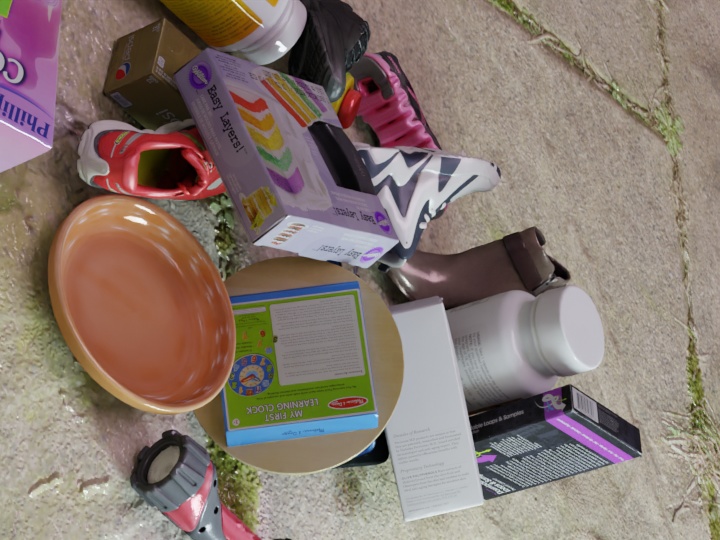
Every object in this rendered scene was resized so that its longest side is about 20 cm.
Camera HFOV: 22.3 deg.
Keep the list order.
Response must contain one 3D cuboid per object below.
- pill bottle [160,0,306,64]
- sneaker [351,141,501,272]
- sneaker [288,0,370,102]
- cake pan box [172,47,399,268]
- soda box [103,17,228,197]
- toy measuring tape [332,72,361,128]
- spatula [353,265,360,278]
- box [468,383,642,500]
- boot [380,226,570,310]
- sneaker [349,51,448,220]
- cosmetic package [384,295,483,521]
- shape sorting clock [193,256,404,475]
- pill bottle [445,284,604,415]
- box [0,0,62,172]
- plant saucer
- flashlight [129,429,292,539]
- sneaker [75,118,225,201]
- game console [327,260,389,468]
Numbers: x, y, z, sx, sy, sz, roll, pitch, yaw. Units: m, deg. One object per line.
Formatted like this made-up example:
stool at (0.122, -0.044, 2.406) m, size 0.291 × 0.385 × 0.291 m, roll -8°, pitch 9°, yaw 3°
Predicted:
pill bottle at (-0.141, -0.285, 1.741) m, size 0.200 × 0.109 × 0.110 m, roll 41°, pitch 44°, yaw -39°
sneaker at (0.055, -0.062, 1.903) m, size 0.198 × 0.079 × 0.130 m, roll 2°, pitch 100°, yaw -40°
sneaker at (-0.029, -0.232, 1.837) m, size 0.090 × 0.076 × 0.201 m, roll 12°, pitch 35°, yaw -19°
cake pan box at (-0.063, -0.098, 1.647) m, size 0.200 × 0.052 × 0.185 m, roll 13°, pitch 48°, yaw -57°
soda box at (-0.146, -0.144, 1.707) m, size 0.200 × 0.064 × 0.068 m, roll 41°, pitch 44°, yaw -39°
toy measuring tape at (-0.047, -0.158, 1.847) m, size 0.074 × 0.073 × 0.200 m, roll 59°, pitch 32°, yaw -19°
spatula at (0.000, 0.000, 1.763) m, size 0.201 × 0.020 × 0.057 m, roll -98°, pitch -178°, yaw -53°
box at (0.171, 0.181, 1.894) m, size 0.143 × 0.199 × 0.036 m, roll 33°, pitch 45°, yaw -45°
boot at (0.130, -0.004, 1.963) m, size 0.200 × 0.146 × 0.071 m, roll 35°, pitch 33°, yaw -48°
sneaker at (0.051, -0.154, 2.004) m, size 0.201 × 0.079 × 0.095 m, roll 66°, pitch 22°, yaw -11°
cosmetic package at (0.061, 0.132, 1.780) m, size 0.108 × 0.084 × 0.201 m, roll -19°, pitch 96°, yaw -88°
shape sorting clock at (-0.060, 0.085, 1.638) m, size 0.039 × 0.199 × 0.201 m, roll 96°, pitch -10°, yaw -69°
pill bottle at (0.148, 0.083, 1.905) m, size 0.114 × 0.199 × 0.115 m, roll 29°, pitch 52°, yaw -46°
box at (-0.331, -0.201, 1.433) m, size 0.176 × 0.096 × 0.201 m, roll 30°, pitch 52°, yaw -46°
plant saucer at (-0.191, 0.032, 1.560) m, size 0.200 × 0.037 × 0.201 m, roll 29°, pitch 47°, yaw -36°
flashlight at (-0.113, 0.219, 1.579) m, size 0.200 × 0.067 × 0.068 m, roll 45°, pitch 38°, yaw -33°
sneaker at (-0.157, -0.087, 1.600) m, size 0.199 × 0.085 × 0.078 m, roll -8°, pitch 112°, yaw -50°
game console at (-0.002, 0.083, 1.760) m, size 0.170 × 0.118 × 0.201 m, roll 3°, pitch 72°, yaw -55°
